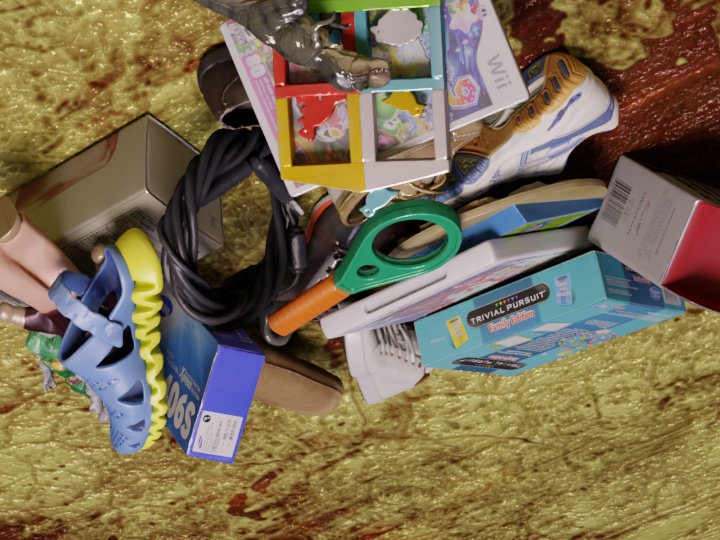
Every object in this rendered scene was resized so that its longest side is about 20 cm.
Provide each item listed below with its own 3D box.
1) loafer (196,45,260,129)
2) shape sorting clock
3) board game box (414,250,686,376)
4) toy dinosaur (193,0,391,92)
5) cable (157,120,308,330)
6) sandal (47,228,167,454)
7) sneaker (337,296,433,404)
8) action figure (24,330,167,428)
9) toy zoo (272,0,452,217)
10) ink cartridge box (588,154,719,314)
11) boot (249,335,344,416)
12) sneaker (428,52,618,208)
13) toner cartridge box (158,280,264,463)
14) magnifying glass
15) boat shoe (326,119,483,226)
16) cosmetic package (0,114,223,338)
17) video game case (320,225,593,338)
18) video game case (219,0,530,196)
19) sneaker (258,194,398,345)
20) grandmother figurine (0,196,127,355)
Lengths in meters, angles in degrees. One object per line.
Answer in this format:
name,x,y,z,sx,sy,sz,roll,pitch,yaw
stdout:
loafer,-0.029,-0.133,1.494,0.198,0.072,0.073,-2,144,-5
shape sorting clock,0.116,-0.040,1.616,0.199,0.040,0.200,-21,173,-3
board game box,0.173,0.042,1.720,0.199,0.047,0.150,-22,161,33
toy dinosaur,-0.061,-0.201,1.373,0.199,0.047,0.089,27,110,7
cable,-0.096,-0.038,1.518,0.050,0.165,0.200,13,-168,27
sandal,-0.203,0.061,1.510,0.086,0.080,0.202,-13,122,-19
sneaker,0.025,0.065,1.766,0.084,0.073,0.200,-16,160,4
action figure,-0.254,0.096,1.724,0.117,0.055,0.200,22,164,28
toy zoo,0.000,-0.140,1.406,0.130,0.020,0.202,-1,100,10
ink cartridge box,0.327,-0.012,1.611,0.199,0.176,0.084,15,103,-27
boot,-0.133,0.084,1.766,0.174,0.067,0.200,18,175,30
sneaker,0.127,-0.095,1.566,0.199,0.076,0.088,-33,137,32
toner cartridge box,-0.139,0.078,1.563,0.043,0.200,0.096,14,100,-24
magnifying glass,0.000,0.000,1.551,0.199,0.023,0.079,-34,135,31
boat shoe,0.039,-0.084,1.521,0.074,0.067,0.200,-11,174,-31
cosmetic package,-0.222,-0.035,1.586,0.199,0.088,0.103,-25,138,25
video game case,0.087,0.010,1.651,0.181,0.023,0.199,-25,172,31
video game case,0.010,-0.158,1.421,0.199,0.144,0.018,-22,-174,12
sneaker,-0.025,0.002,1.667,0.077,0.082,0.200,18,137,-29
grandmother figurine,-0.245,0.020,1.536,0.121,0.061,0.200,-17,140,30
